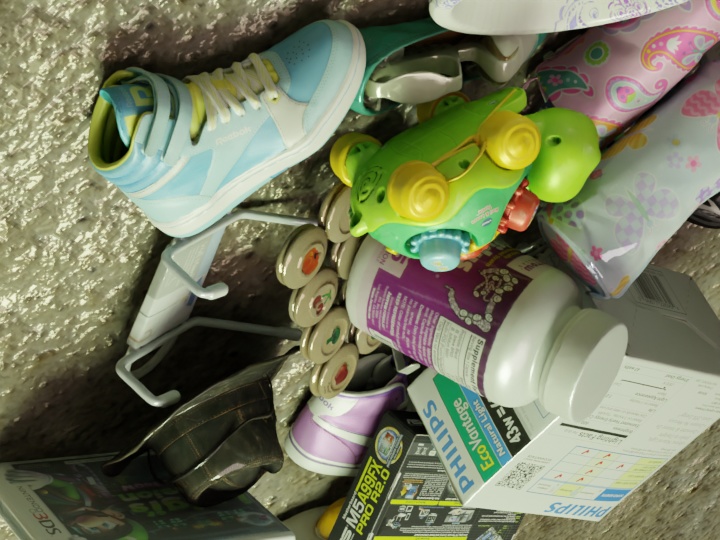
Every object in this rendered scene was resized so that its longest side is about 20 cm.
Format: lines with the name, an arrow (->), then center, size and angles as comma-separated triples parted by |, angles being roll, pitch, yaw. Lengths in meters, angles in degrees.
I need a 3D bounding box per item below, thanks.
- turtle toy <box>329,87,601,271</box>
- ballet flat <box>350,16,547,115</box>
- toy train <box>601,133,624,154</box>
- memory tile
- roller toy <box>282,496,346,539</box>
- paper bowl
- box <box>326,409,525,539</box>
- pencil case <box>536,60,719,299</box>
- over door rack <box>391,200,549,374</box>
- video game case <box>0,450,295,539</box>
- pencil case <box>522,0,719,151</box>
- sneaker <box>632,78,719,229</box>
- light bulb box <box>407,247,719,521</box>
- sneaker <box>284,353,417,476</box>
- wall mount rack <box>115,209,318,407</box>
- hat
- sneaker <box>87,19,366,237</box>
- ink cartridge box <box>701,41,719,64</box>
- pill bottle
turtle toy -> 0.080, -0.068, 1.193 | 0.199, 0.146, 0.102 | -28, 114, -13
ballet flat -> 0.069, -0.152, 1.197 | 0.199, 0.071, 0.068 | -18, 140, -17
toy train -> 0.131, -0.093, 1.316 | 0.199, 0.057, 0.042 | -5, 135, -29
memory tile -> 0.000, 0.000, 1.309 | 0.153, 0.017, 0.201 | -49, 149, -24
roller toy -> -0.030, 0.322, 1.598 | 0.182, 0.140, 0.201 | -33, 135, -9
paper bowl -> 0.137, -0.226, 1.091 | 0.199, 0.105, 0.201 | -8, 176, -1
box -> 0.070, 0.208, 1.492 | 0.199, 0.044, 0.161 | 9, 111, -45
pencil case -> 0.228, -0.069, 1.271 | 0.200, 0.083, 0.091 | -40, 108, -4
over door rack -> 0.131, 0.020, 1.435 | 0.200, 0.067, 0.147 | -43, 141, 24
video game case -> -0.179, 0.188, 1.324 | 0.199, 0.182, 0.024 | -1, 109, -32
pencil case -> 0.219, -0.178, 1.262 | 0.200, 0.088, 0.087 | -42, 141, 15
sneaker -> 0.279, -0.086, 1.401 | 0.071, 0.083, 0.200 | -34, 143, 4
light bulb box -> 0.184, 0.098, 1.403 | 0.198, 0.125, 0.200 | 14, 130, -44
sneaker -> 0.041, 0.129, 1.490 | 0.200, 0.073, 0.115 | 4, 127, -37
wall mount rack -> -0.100, 0.018, 1.275 | 0.174, 0.074, 0.201 | -31, 155, -50
hat -> -0.103, 0.135, 1.322 | 0.200, 0.081, 0.201 | -34, 174, -4
sneaker -> -0.097, -0.113, 1.123 | 0.200, 0.080, 0.130 | -42, 142, 11
ink cartridge box -> 0.385, -0.127, 1.331 | 0.144, 0.200, 0.084 | -31, 144, -1
pill bottle -> 0.097, 0.034, 1.269 | 0.112, 0.199, 0.113 | -43, 148, -36
